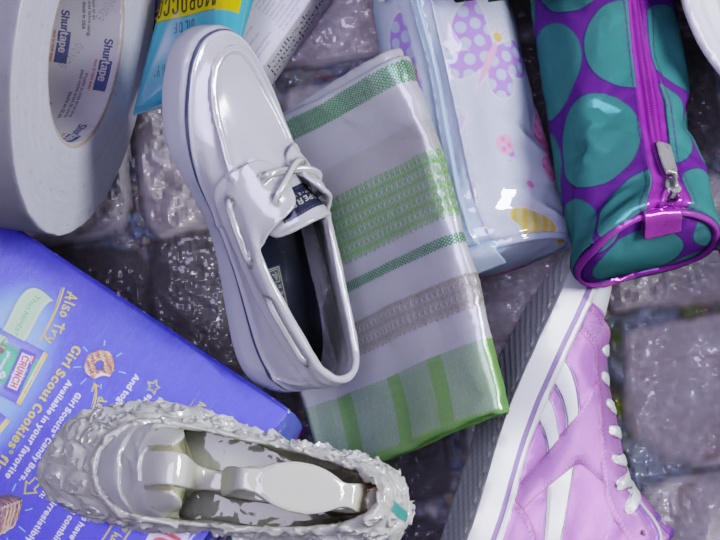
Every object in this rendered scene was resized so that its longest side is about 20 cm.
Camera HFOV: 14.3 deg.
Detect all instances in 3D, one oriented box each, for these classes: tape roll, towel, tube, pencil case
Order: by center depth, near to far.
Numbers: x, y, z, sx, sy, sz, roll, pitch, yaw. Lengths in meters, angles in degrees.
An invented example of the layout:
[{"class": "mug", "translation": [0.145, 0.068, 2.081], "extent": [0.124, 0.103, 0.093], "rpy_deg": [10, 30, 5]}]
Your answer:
[{"class": "tape roll", "translation": [-0.172, -0.121, 1.506], "extent": [0.066, 0.200, 0.201], "rpy_deg": [10, 84, 14]}, {"class": "pencil case", "translation": [0.139, -0.094, 1.511], "extent": [0.085, 0.092, 0.201], "rpy_deg": [2, 65, -21]}, {"class": "towel", "translation": [0.000, 0.000, 1.527], "extent": [0.149, 0.031, 0.201], "rpy_deg": [-27, 74, 47]}, {"class": "pencil case", "translation": [0.055, -0.094, 1.544], "extent": [0.083, 0.091, 0.201], "rpy_deg": [-15, 81, 6]}, {"class": "tube", "translation": [-0.075, -0.180, 1.574], "extent": [0.050, 0.077, 0.201], "rpy_deg": [26, 68, -31]}]

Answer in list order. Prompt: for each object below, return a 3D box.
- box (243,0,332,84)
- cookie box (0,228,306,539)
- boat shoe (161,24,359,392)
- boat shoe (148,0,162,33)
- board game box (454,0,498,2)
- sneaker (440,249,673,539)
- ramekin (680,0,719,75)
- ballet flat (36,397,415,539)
[{"class": "box", "translation": [-0.021, -0.181, 1.593], "extent": [0.041, 0.039, 0.200], "rpy_deg": [34, 88, 13]}, {"class": "cookie box", "translation": [-0.158, 0.097, 1.556], "extent": [0.200, 0.075, 0.171], "rpy_deg": [33, 87, 11]}, {"class": "boat shoe", "translation": [-0.043, -0.034, 1.495], "extent": [0.065, 0.073, 0.201], "rpy_deg": [-2, 112, 48]}, {"class": "boat shoe", "translation": [-0.164, -0.214, 1.606], "extent": [0.073, 0.063, 0.200], "rpy_deg": [-35, 81, -1]}, {"class": "board game box", "translation": [0.130, -0.229, 1.512], "extent": [0.135, 0.028, 0.200], "rpy_deg": [-3, 51, 34]}, {"class": "sneaker", "translation": [0.120, 0.094, 1.529], "extent": [0.114, 0.073, 0.201], "rpy_deg": [21, 80, -9]}, {"class": "ramekin", "translation": [0.268, -0.158, 1.517], "extent": [0.200, 0.098, 0.201], "rpy_deg": [-1, 81, 9]}, {"class": "ballet flat", "translation": [-0.071, 0.104, 1.474], "extent": [0.199, 0.072, 0.072], "rpy_deg": [7, 83, 5]}]
